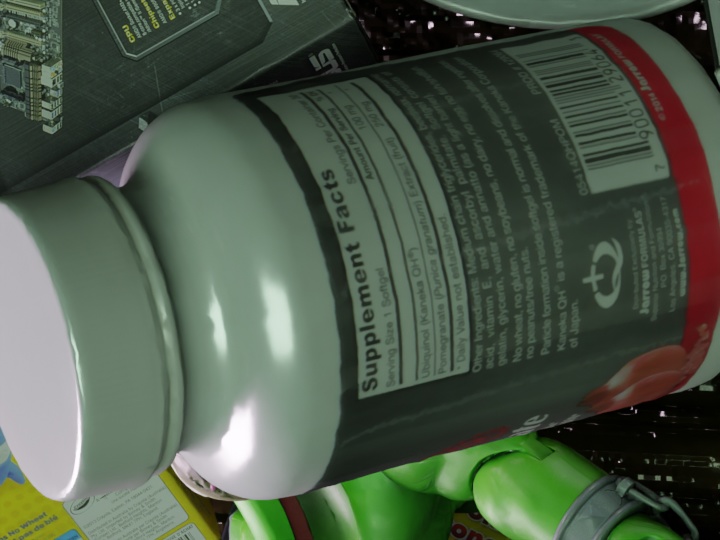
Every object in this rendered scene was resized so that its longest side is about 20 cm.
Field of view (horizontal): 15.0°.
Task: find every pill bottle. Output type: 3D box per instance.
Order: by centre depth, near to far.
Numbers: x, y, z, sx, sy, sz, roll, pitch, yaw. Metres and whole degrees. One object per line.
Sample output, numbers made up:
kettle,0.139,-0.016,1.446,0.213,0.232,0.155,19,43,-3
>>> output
pill bottle,0.000,0.000,0.752,0.199,0.111,0.111,-13,110,-24

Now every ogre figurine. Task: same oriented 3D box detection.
ogre figurine,0.022,0.097,0.858,0.098,0.200,0.120,-30,80,-20

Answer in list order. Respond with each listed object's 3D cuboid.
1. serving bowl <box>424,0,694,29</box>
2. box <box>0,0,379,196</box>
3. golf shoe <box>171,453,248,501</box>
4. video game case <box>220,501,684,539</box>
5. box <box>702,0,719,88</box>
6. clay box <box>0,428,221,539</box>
serving bowl,0.061,-0.176,0.815,0.199,0.066,0.201,5,109,14
box,-0.109,-0.108,0.807,0.158,0.048,0.200,-30,73,2
golf shoe,-0.041,-0.023,0.853,0.072,0.092,0.201,3,73,-16
video game case,0.035,0.151,0.936,0.199,0.025,0.181,24,109,17
box,0.188,-0.008,0.807,0.116,0.060,0.200,-18,119,13
clay box,-0.145,0.041,0.909,0.115,0.048,0.200,-30,120,5
